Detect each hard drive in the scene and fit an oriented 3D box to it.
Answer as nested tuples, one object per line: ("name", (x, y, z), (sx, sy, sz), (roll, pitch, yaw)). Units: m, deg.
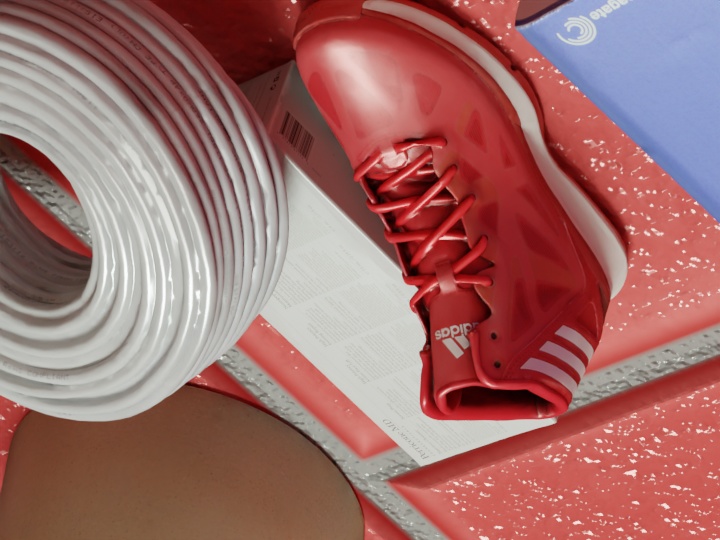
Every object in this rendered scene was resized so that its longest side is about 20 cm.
("hard drive", (0.175, -0.067, 1.090), (0.132, 0.025, 0.200), (-27, 124, 38))

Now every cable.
("cable", (-0.128, -0.034, 1.134), (0.200, 0.069, 0.200), (-24, 103, 42))

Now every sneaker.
("sneaker", (0.038, -0.016, 1.121), (0.078, 0.116, 0.200), (-25, 125, 37))

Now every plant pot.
("plant pot", (-0.109, 0.188, 1.330), (0.186, 0.201, 0.188), (9, 138, 8))

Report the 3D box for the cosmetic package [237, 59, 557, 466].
("cosmetic package", (0.000, 0.000, 1.200), (0.082, 0.051, 0.200), (-22, 127, 36))
